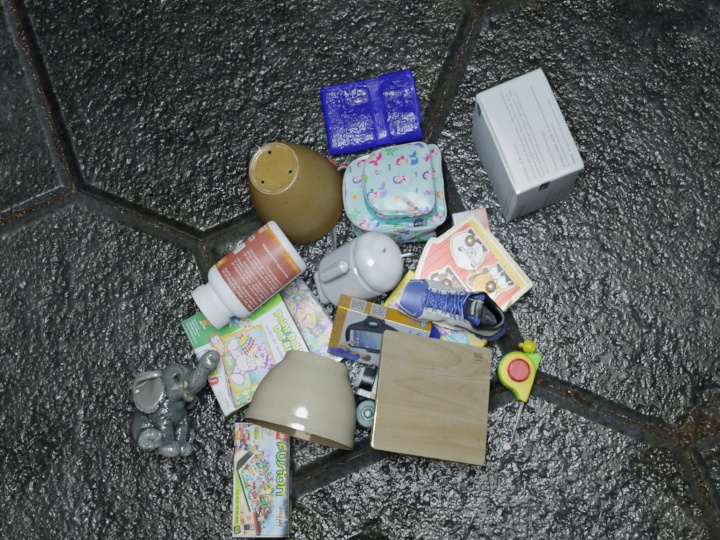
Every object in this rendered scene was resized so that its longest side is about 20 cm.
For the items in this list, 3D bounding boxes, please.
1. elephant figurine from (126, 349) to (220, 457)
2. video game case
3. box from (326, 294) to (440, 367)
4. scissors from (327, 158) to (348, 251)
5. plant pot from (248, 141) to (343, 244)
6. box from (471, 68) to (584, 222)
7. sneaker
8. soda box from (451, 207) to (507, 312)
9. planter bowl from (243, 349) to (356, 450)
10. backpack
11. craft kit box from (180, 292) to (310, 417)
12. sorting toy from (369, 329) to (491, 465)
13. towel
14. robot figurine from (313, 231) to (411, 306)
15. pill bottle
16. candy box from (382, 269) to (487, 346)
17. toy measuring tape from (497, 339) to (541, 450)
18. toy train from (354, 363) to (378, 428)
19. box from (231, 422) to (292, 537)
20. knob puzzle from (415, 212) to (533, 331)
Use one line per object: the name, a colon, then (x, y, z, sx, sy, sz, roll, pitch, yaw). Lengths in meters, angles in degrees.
elephant figurine: (-0.349, 0.231, 1.461, 0.152, 0.141, 0.204, 11, 87, -8)
video game case: (-0.126, 0.118, 1.518, 0.142, 0.018, 0.201, -38, 78, -3)
box: (0.044, 0.124, 1.445, 0.196, 0.121, 0.042, 16, 38, 2)
scissors: (-0.063, -0.123, 1.564, 0.072, 0.014, 0.204, 9, 82, 6)
plant pot: (-0.135, -0.164, 1.474, 0.182, 0.200, 0.191, -2, 80, 9)
box: (0.299, -0.224, 1.452, 0.128, 0.199, 0.204, -21, 78, 1)
sneaker: (0.168, 0.058, 1.361, 0.196, 0.115, 0.082, 18, 78, 3)
soda box: (0.222, -0.011, 1.488, 0.067, 0.064, 0.204, -11, 78, 3)
planter bowl: (-0.092, 0.220, 1.381, 0.196, 0.201, 0.137, 13, 73, 8)
backpack: (0.063, -0.143, 1.490, 0.196, 0.151, 0.181, -7, 71, 11)
craft kit box: (-0.210, 0.140, 1.492, 0.195, 0.049, 0.202, -29, 78, -4)
sorting toy: (0.118, 0.225, 1.371, 0.196, 0.070, 0.203, 10, 71, -8)
towel: (0.020, -0.318, 1.573, 0.196, 0.050, 0.151, -11, 77, 3)
robot figurine: (0.000, 0.000, 1.453, 0.198, 0.168, 0.115, -27, 78, 39)
pill bottle: (-0.205, 0.012, 1.438, 0.199, 0.112, 0.113, -38, 78, -4)
candy box: (0.138, 0.101, 1.488, 0.199, 0.026, 0.103, 39, 91, 11)
toy measuring tape: (0.272, 0.220, 1.437, 0.072, 0.074, 0.204, 19, 81, 9)
toy train: (0.073, 0.247, 1.443, 0.196, 0.085, 0.116, 17, 77, 6)
box: (-0.181, 0.386, 1.463, 0.107, 0.035, 0.205, -2, 79, 5)
knob puzzle: (0.185, 0.019, 1.439, 0.215, 0.030, 0.225, -1, 80, 6)
